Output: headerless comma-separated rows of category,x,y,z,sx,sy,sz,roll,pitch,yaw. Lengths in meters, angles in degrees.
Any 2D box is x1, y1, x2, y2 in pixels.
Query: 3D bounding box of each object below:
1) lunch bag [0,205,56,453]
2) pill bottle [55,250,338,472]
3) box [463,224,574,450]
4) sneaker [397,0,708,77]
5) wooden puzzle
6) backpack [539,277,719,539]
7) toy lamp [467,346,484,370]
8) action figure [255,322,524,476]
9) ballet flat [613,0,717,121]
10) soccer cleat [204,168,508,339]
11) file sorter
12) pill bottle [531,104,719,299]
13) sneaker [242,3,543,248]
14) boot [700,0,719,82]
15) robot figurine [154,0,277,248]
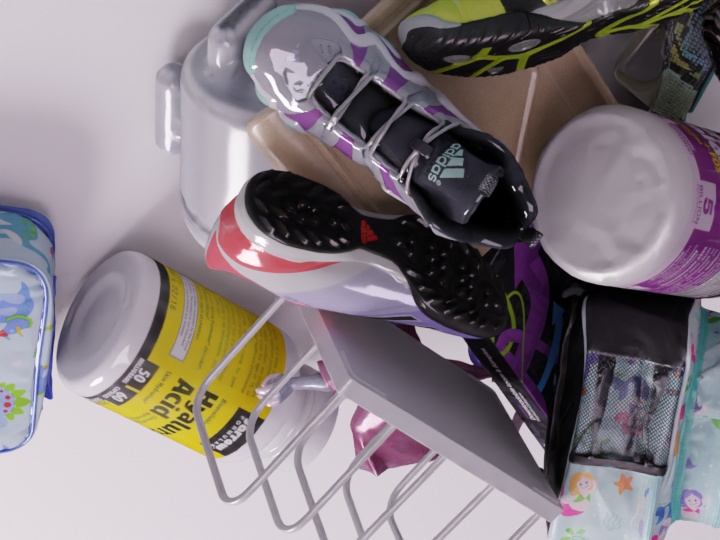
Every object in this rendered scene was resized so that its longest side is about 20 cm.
lunch bag,-0.296,0.042,1.206,0.160,0.083,0.201,4,131,-12
pill bottle,-0.115,0.075,1.251,0.199,0.112,0.111,30,121,-32
box,0.141,0.025,1.245,0.036,0.143,0.200,12,151,40
sneaker,0.114,-0.171,1.009,0.199,0.077,0.075,-17,172,-8
wooden puzzle,0.050,-0.094,1.068,0.200,0.037,0.185,-41,123,-2
backpack,0.196,0.108,1.176,0.150,0.178,0.201,16,107,10
toy lamp,0.081,-0.007,1.251,0.058,0.058,0.201,-16,133,4
action figure,0.022,0.069,1.224,0.148,0.135,0.200,5,143,27
ballet flat,0.202,-0.116,1.179,0.074,0.074,0.201,6,128,-16
soccer cleat,0.000,0.000,1.043,0.199,0.069,0.073,21,142,-27
file sorter,0.007,0.118,1.127,0.200,0.139,0.125,33,107,-32
pill bottle,0.207,-0.040,1.101,0.112,0.113,0.199,-45,150,27
sneaker,0.032,-0.075,0.961,0.199,0.140,0.078,30,98,-33
boot,0.284,-0.199,1.063,0.174,0.069,0.201,-37,135,-12
robot figurine,-0.062,-0.082,1.116,0.169,0.113,0.201,25,135,19
